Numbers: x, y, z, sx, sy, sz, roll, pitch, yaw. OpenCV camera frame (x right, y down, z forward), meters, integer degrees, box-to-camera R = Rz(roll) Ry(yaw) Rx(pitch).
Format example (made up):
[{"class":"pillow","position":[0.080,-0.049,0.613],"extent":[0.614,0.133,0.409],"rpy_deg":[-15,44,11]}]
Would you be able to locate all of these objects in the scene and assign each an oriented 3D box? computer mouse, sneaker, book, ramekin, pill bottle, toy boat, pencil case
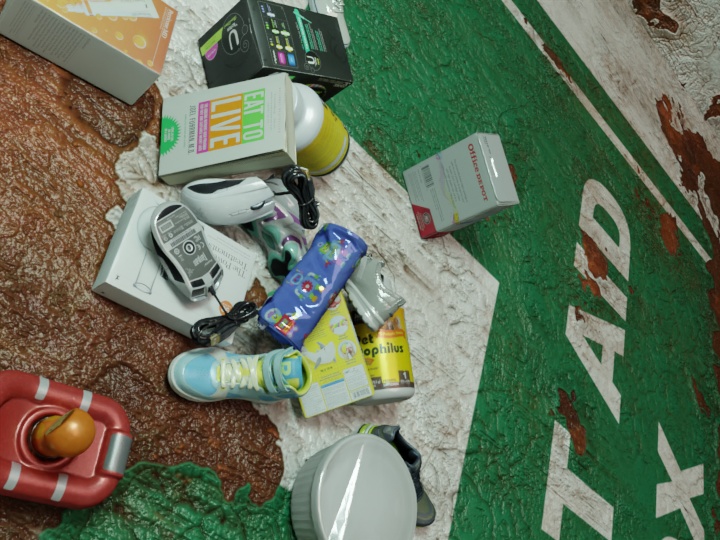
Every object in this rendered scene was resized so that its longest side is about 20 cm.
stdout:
[{"class":"computer mouse","position":[-0.223,0.001,0.956],"extent":[0.109,0.044,0.201],"rpy_deg":[-38,108,-40]},{"class":"sneaker","position":[-0.103,-0.068,1.148],"extent":[0.140,0.077,0.201],"rpy_deg":[-42,105,-45]},{"class":"sneaker","position":[0.000,0.000,1.136],"extent":[0.201,0.082,0.075],"rpy_deg":[58,-4,19]},{"class":"book","position":[-0.195,-0.207,1.035],"extent":[0.048,0.198,0.135],"rpy_deg":[49,35,-66]},{"class":"sneaker","position":[0.070,0.336,1.156],"extent":[0.201,0.081,0.074],"rpy_deg":[58,44,-11]},{"class":"computer mouse","position":[-0.163,-0.096,1.026],"extent":[0.110,0.198,0.044],"rpy_deg":[82,4,-51]},{"class":"ramekin","position":[-0.016,0.350,1.055],"extent":[0.201,0.094,0.205],"rpy_deg":[19,62,-39]},{"class":"sneaker","position":[-0.153,0.138,0.976],"extent":[0.199,0.130,0.080],"rpy_deg":[10,69,-42]},{"class":"pill bottle","position":[0.026,0.118,1.179],"extent":[0.109,0.109,0.202],"rpy_deg":[7,69,-43]},{"class":"toy boat","position":[-0.336,0.181,0.776],"extent":[0.199,0.130,0.132],"rpy_deg":[27,56,-35]},{"class":"sneaker","position":[-0.061,-0.533,1.382],"extent":[0.073,0.070,0.202],"rpy_deg":[-20,89,-47]},{"class":"pill bottle","position":[-0.098,-0.232,1.143],"extent":[0.200,0.111,0.113],"rpy_deg":[30,49,-68]},{"class":"pencil case","position":[-0.073,0.022,1.037],"extent":[0.086,0.078,0.201],"rpy_deg":[32,74,11]}]

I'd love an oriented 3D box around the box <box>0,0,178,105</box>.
[{"class":"box","position":[-0.372,-0.345,0.977],"extent":[0.199,0.097,0.126],"rpy_deg":[26,57,-36]}]

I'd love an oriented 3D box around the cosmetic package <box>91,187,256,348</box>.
[{"class":"cosmetic package","position":[-0.253,0.001,0.992],"extent":[0.199,0.051,0.152],"rpy_deg":[32,57,-33]}]

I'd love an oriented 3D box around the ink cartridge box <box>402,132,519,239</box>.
[{"class":"ink cartridge box","position":[0.196,-0.163,1.395],"extent":[0.082,0.199,0.147],"rpy_deg":[-8,79,-45]}]

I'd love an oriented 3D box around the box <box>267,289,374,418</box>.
[{"class":"box","position":[-0.063,0.112,1.092],"extent":[0.048,0.116,0.202],"rpy_deg":[69,2,-87]}]

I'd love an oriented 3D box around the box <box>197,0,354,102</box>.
[{"class":"box","position":[-0.139,-0.346,1.172],"extent":[0.199,0.148,0.126],"rpy_deg":[-7,79,-45]}]
